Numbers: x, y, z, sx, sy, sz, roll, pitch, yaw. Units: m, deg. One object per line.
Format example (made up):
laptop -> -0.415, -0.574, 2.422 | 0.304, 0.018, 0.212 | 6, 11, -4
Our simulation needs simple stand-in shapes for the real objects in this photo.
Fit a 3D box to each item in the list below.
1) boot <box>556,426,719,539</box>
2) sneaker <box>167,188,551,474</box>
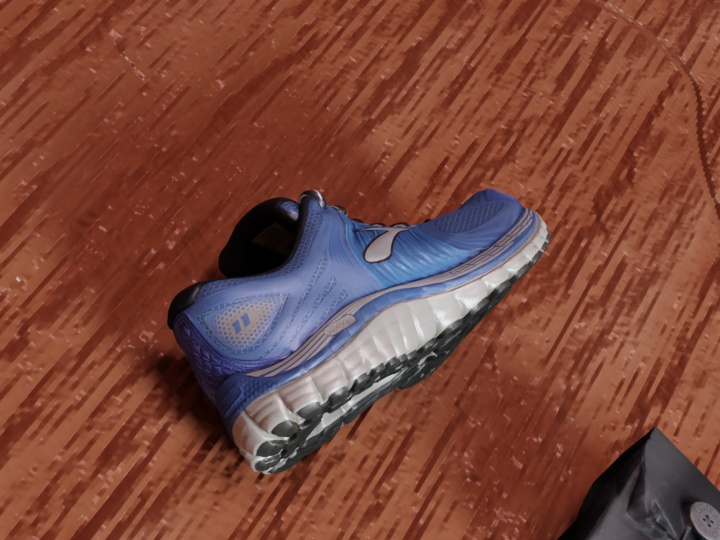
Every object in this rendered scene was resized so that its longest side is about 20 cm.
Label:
boot -> 0.177, 0.138, 1.089 | 0.200, 0.066, 0.165 | 37, 33, 5
sneaker -> 0.000, 0.000, 1.060 | 0.089, 0.079, 0.200 | 49, 37, 10
